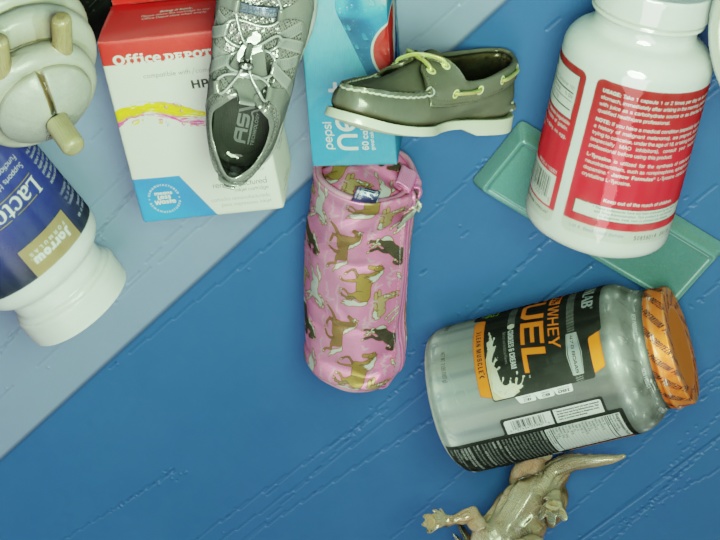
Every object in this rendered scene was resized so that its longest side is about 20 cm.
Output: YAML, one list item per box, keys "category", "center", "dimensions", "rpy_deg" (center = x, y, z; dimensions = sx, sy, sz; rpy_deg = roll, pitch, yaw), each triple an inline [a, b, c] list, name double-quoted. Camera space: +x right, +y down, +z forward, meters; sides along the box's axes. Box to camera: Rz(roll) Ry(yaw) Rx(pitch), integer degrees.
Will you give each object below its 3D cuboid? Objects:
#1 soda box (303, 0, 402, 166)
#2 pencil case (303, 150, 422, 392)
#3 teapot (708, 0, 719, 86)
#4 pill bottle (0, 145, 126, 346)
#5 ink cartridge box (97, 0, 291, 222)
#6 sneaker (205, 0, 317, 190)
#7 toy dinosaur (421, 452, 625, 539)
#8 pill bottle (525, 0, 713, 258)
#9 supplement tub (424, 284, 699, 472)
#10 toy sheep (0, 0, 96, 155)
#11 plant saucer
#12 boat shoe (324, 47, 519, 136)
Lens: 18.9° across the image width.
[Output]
- category: "soda box"
  center: [-0.007, -0.179, 1.614]
  dimensions: [0.068, 0.064, 0.200]
  rpy_deg: [0, 124, 7]
- category: "pencil case"
  center: [0.000, 0.000, 1.724]
  dimensions: [0.083, 0.087, 0.200]
  rpy_deg: [-12, 128, -22]
- category: "teapot"
  center: [0.353, -0.177, 1.530]
  dimensions: [0.200, 0.146, 0.198]
  rpy_deg: [-9, 98, 36]
- category: "pill bottle"
  center: [-0.281, -0.042, 1.708]
  dimensions: [0.116, 0.116, 0.200]
  rpy_deg: [-27, 117, 23]
- category: "ink cartridge box"
  center: [-0.128, -0.142, 1.650]
  dimensions: [0.116, 0.067, 0.200]
  rpy_deg: [-6, 122, 10]
- category: "sneaker"
  center: [-0.072, -0.149, 1.551]
  dimensions: [0.075, 0.082, 0.200]
  rpy_deg: [5, 123, 0]
- category: "toy dinosaur"
  center: [0.137, 0.209, 1.844]
  dimensions: [0.200, 0.136, 0.086]
  rpy_deg: [-44, 70, 2]
- category: "pill bottle"
  center: [0.194, -0.119, 1.595]
  dimensions: [0.112, 0.112, 0.200]
  rpy_deg: [11, 117, -1]
- category: "supplement tub"
  center: [0.161, 0.083, 1.732]
  dimensions: [0.200, 0.123, 0.123]
  rpy_deg: [-15, 121, 17]
- category: "toy sheep"
  center: [-0.255, -0.160, 1.592]
  dimensions: [0.138, 0.200, 0.138]
  rpy_deg: [-21, 148, -14]
- category: "plant saucer"
  center: [0.189, -0.041, 1.712]
  dimensions: [0.200, 0.019, 0.070]
  rpy_deg: [30, 123, -14]
- category: "boat shoe"
  center: [0.047, -0.133, 1.577]
  dimensions: [0.072, 0.201, 0.060]
  rpy_deg: [24, 108, 34]
